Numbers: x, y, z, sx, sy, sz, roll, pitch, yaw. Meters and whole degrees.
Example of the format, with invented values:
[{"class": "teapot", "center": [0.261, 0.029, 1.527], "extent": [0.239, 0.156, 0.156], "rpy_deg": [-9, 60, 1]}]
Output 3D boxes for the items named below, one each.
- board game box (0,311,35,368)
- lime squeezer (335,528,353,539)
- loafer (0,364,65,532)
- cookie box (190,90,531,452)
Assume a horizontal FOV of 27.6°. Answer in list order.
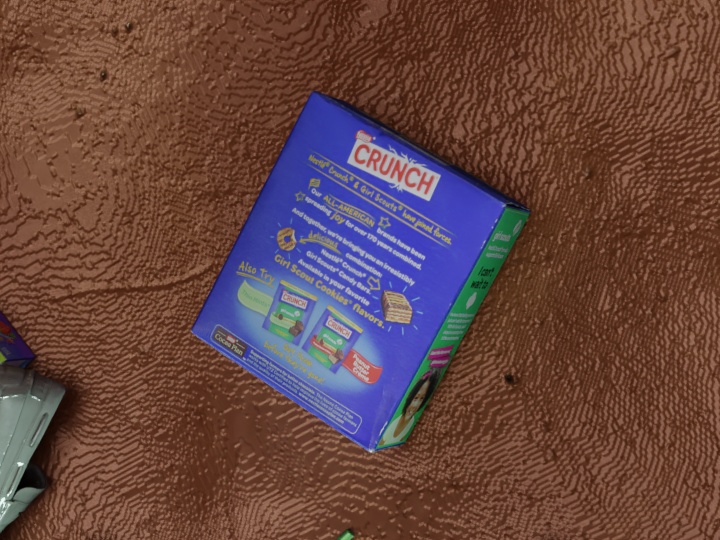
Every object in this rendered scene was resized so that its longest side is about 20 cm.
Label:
[{"class": "board game box", "center": [-0.380, 0.041, 1.212], "extent": [0.134, 0.045, 0.200], "rpy_deg": [-44, 76, 14]}, {"class": "lime squeezer", "center": [-0.054, 0.289, 1.100], "extent": [0.070, 0.038, 0.202], "rpy_deg": [9, 92, 19]}, {"class": "loafer", "center": [-0.286, 0.172, 1.166], "extent": [0.069, 0.070, 0.202], "rpy_deg": [13, 111, -16]}, {"class": "cookie box", "center": [0.000, 0.000, 1.062], "extent": [0.170, 0.075, 0.201], "rpy_deg": [32, 100, 17]}]
